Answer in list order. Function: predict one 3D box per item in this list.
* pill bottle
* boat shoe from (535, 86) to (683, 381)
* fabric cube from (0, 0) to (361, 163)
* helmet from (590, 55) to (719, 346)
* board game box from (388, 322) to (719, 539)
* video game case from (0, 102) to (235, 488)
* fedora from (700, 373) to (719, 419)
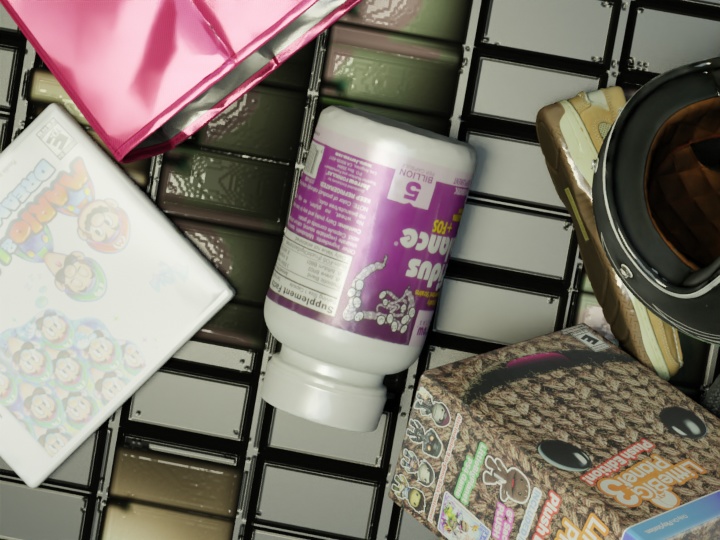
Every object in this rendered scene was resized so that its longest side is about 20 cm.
[{"bbox_3d":[0.000,0.000,1.567,0.112,0.112,0.201,17,97,3],"label":"pill bottle"},{"bbox_3d":[0.186,-0.026,1.575,0.076,0.072,0.201,-20,94,-9],"label":"boat shoe"},{"bbox_3d":[-0.124,-0.209,1.518,0.200,0.196,0.200,-38,91,7],"label":"fabric cube"},{"bbox_3d":[0.247,-0.041,1.474,0.190,0.199,0.201,-7,96,45],"label":"helmet"},{"bbox_3d":[0.147,0.137,1.492,0.200,0.159,0.097,36,125,35],"label":"board game box"},{"bbox_3d":[-0.218,0.018,1.633,0.200,0.024,0.182,-44,90,7],"label":"video game case"},{"bbox_3d":[0.315,0.129,1.560,0.199,0.092,0.202,0,92,8],"label":"fedora"}]
